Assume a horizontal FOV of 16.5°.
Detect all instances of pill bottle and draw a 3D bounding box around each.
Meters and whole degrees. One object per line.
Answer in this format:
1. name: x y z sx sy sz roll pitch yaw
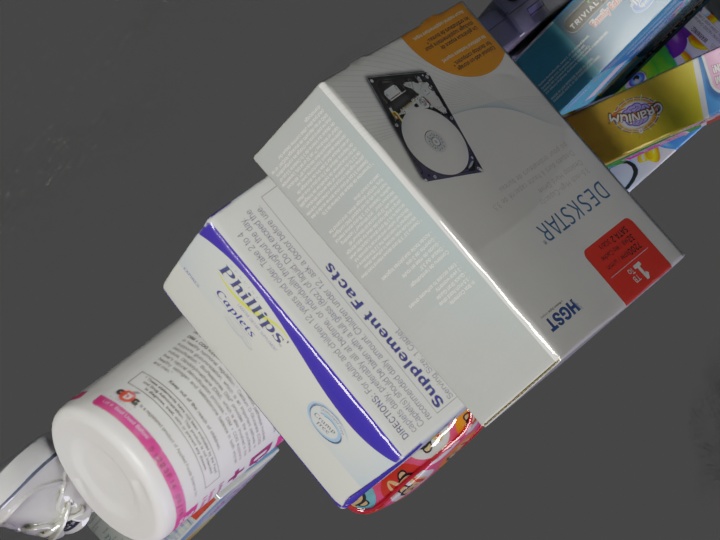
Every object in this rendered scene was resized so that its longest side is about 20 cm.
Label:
1. pill bottle: -0.105 0.087 1.719 0.200 0.113 0.113 -38 175 -30

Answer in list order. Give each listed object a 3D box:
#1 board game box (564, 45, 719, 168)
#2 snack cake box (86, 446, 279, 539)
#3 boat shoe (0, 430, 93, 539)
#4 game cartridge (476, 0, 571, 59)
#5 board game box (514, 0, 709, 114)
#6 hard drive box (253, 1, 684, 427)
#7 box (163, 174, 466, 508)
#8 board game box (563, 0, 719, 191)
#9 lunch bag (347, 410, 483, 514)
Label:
1. board game box: 0.222 -0.117 1.690 0.200 0.040 0.153 -24 178 21
2. snack cake box: -0.153 0.144 1.860 0.067 0.115 0.200 -38 175 -33
3. boat shoe: -0.216 0.155 1.749 0.074 0.065 0.200 -42 175 14
4. game cartridge: 0.112 -0.166 1.613 0.200 0.038 0.130 -39 171 -33
5. board game box: 0.182 -0.174 1.613 0.151 0.047 0.200 -45 174 18
6. hard drive box: 0.063 -0.035 1.403 0.077 0.200 0.156 -44 175 40
7. box: 0.014 0.009 1.527 0.200 0.184 0.105 -37 176 -32
8. board game box: 0.186 -0.137 1.840 0.200 0.103 0.105 -43 -155 19
9. lunch bag: 0.008 0.085 2.101 0.176 0.200 0.082 -41 171 16
